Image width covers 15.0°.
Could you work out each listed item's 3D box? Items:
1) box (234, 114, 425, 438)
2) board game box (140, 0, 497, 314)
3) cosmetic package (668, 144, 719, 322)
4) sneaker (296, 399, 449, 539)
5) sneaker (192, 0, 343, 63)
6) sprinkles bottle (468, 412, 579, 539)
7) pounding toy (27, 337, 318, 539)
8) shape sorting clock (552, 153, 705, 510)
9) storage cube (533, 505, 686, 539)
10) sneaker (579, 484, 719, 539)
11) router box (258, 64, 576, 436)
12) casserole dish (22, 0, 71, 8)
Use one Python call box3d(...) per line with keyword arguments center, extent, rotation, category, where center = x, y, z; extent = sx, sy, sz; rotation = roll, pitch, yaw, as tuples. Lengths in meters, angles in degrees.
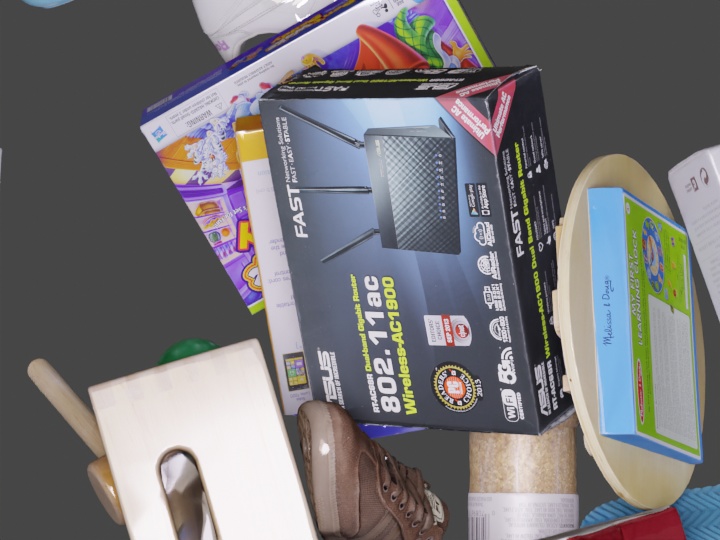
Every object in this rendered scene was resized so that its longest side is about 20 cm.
box3d(center=(0.000, 0.000, 1.605), extent=(0.119, 0.041, 0.201), rotation=(-9, 109, 0), category="box")
box3d(center=(-0.011, -0.082, 1.623), extent=(0.200, 0.045, 0.135), rotation=(-29, 106, 7), category="board game box")
box3d(center=(0.261, 0.017, 1.564), extent=(0.101, 0.074, 0.201), rotation=(-16, 83, -16), category="cosmetic package")
box3d(center=(0.010, 0.128, 1.561), extent=(0.075, 0.200, 0.071), rotation=(-12, 57, -1), category="sneaker")
box3d(center=(-0.007, -0.184, 1.653), extent=(0.199, 0.075, 0.100), rotation=(-16, 99, 10), category="sneaker")
box3d(center=(0.096, 0.181, 1.595), extent=(0.068, 0.068, 0.201), rotation=(-1, 85, 10), category="sprinkles bottle")
box3d(center=(-0.109, 0.121, 1.593), extent=(0.142, 0.184, 0.201), rotation=(-17, 83, -3), category="pounding toy")
box3d(center=(0.152, 0.034, 1.535), extent=(0.039, 0.200, 0.201), rotation=(-7, 84, 23), category="shape sorting clock")
box3d(center=(0.086, 0.239, 1.459), extent=(0.199, 0.171, 0.181), rotation=(-16, 85, 25), category="storage cube")
box3d(center=(0.224, 0.172, 1.576), extent=(0.199, 0.077, 0.081), rotation=(-2, 124, -3), category="sneaker")
box3d(center=(0.035, -0.012, 1.514), extent=(0.149, 0.062, 0.201), rotation=(1, 110, 34), category="router box")
box3d(center=(-0.136, -0.214, 1.654), extent=(0.199, 0.121, 0.039), rotation=(-24, 115, 8), category="casserole dish")
